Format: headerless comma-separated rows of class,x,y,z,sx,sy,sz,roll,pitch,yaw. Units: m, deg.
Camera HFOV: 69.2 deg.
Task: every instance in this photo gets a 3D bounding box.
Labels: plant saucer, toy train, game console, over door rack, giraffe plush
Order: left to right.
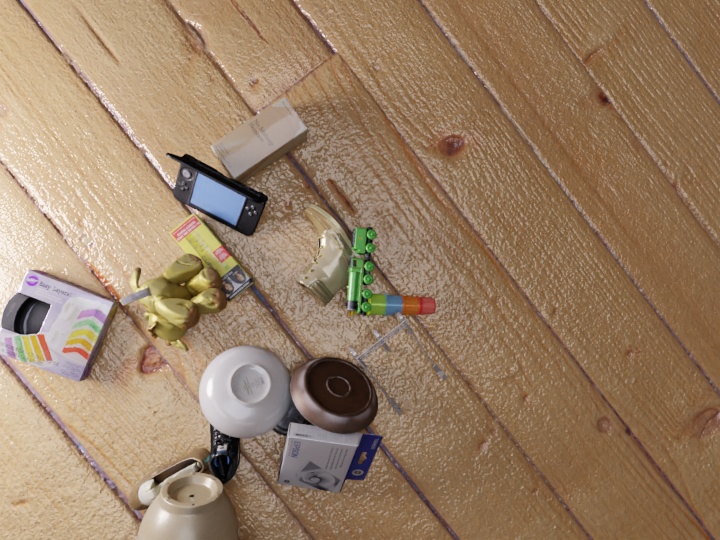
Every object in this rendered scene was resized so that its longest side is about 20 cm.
giraffe plush,-0.389,0.086,1.098,0.199,0.162,0.173,-12,52,-24
game console,-0.309,-0.152,1.094,0.200,0.117,0.176,28,128,-5
plant saucer,-0.050,0.257,1.123,0.200,0.200,0.032,21,125,-7
toy train,0.000,0.000,1.149,0.056,0.042,0.201,6,84,-13
over door rack,0.083,0.210,1.200,0.148,0.067,0.200,-37,106,-3

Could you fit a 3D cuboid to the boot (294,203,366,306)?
boot,-0.094,-0.035,1.180,0.155,0.073,0.200,-42,100,-12

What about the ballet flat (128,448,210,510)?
ballet flat,-0.411,0.452,1.115,0.200,0.072,0.068,-27,91,-8

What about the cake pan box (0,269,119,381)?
cake pan box,-0.647,0.115,1.110,0.199,0.052,0.185,24,82,-6

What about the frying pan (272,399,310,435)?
frying pan,-0.183,0.288,1.179,0.115,0.031,0.190,-38,96,-9

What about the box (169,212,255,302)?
box,-0.327,-0.027,1.159,0.075,0.050,0.200,-39,93,-7

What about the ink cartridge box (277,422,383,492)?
ink cartridge box,-0.068,0.408,1.119,0.199,0.041,0.200,9,130,-7

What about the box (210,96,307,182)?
box,-0.224,-0.289,1.172,0.200,0.078,0.095,-38,93,-8

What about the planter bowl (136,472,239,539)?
planter bowl,-0.335,0.490,1.031,0.199,0.200,0.135,6,99,-8

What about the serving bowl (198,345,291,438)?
serving bowl,-0.238,0.249,1.111,0.199,0.066,0.201,9,61,-17

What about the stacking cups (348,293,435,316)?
stacking cups,0.073,0.080,1.213,0.199,0.060,0.061,3,87,-13

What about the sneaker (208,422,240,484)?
sneaker,-0.288,0.351,1.116,0.073,0.112,0.201,-5,88,-9
